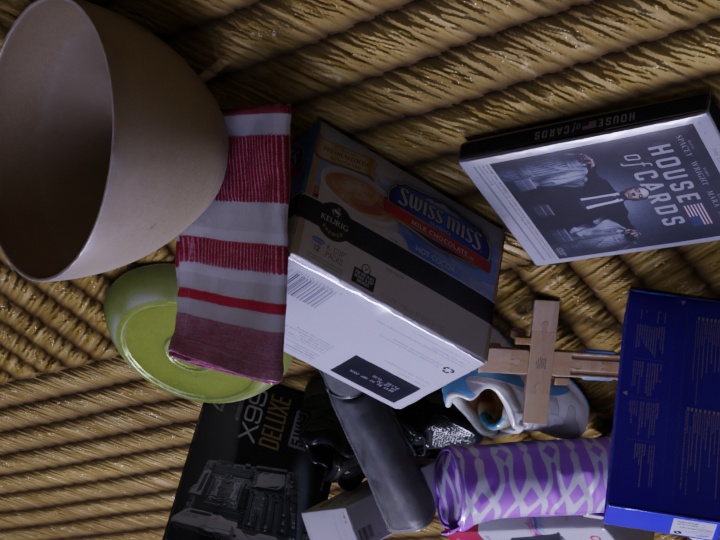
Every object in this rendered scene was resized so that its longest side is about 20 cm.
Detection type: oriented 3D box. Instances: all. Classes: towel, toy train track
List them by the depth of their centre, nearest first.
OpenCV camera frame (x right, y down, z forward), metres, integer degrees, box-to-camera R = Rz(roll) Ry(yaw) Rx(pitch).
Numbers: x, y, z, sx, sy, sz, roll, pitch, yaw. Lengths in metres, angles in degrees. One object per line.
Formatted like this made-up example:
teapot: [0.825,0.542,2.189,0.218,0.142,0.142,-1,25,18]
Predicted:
towel: [-0.100,-0.023,1.020,0.023,0.203,0.143,0,-176,-38]
toy train track: [0.203,0.082,1.226,0.197,0.117,0.033,4,-167,-4]

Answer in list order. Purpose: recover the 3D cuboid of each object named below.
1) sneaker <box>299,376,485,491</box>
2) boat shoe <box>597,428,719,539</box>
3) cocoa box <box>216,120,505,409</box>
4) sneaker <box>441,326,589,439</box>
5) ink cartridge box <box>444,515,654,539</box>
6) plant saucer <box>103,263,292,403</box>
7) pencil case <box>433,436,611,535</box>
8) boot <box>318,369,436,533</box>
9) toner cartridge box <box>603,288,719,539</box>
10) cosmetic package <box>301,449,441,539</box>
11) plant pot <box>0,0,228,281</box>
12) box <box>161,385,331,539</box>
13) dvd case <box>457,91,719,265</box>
sneaker: [0.030,0.179,1.385,0.196,0.115,0.077,8,139,5]
boat shoe: [0.314,0.224,1.405,0.200,0.073,0.071,42,148,-21]
cocoa box: [0.000,0.000,1.097,0.198,0.133,0.133,29,144,-23]
sneaker: [0.146,0.127,1.291,0.199,0.082,0.076,31,143,-34]
ink cartridge box: [0.214,0.286,1.514,0.198,0.087,0.148,-7,143,32]
plant saucer: [-0.167,0.073,1.344,0.197,0.031,0.202,8,138,8]
pencil case: [0.168,0.207,1.299,0.197,0.087,0.084,0,169,-15]
boot: [0.013,0.150,1.246,0.072,0.203,0.182,-17,-178,-1]
toner cartridge box: [0.259,0.117,1.117,0.094,0.202,0.043,8,150,8]
cosmetic package: [0.040,0.237,1.415,0.198,0.051,0.082,-20,178,-40]
plant pot: [-0.177,-0.093,0.994,0.133,0.203,0.199,0,162,-41]
box: [-0.111,0.222,1.427,0.156,0.202,0.050,19,151,-8]
dvd case: [0.195,-0.064,1.025,0.198,0.025,0.150,-8,143,32]
